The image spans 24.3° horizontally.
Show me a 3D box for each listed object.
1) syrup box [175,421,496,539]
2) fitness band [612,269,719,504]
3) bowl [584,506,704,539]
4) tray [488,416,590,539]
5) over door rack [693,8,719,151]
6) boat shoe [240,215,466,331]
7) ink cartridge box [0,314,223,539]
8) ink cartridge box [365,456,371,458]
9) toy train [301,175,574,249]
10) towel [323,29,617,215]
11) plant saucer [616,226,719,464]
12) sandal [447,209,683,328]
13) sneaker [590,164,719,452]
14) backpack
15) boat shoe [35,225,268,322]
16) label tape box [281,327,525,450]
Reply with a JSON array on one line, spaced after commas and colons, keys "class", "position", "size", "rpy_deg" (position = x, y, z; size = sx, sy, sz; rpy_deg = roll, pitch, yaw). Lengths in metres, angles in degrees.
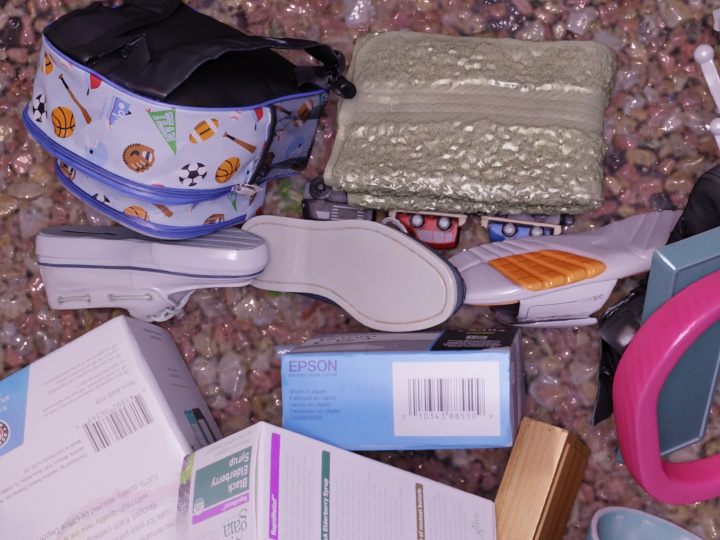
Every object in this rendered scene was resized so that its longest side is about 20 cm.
[{"class": "syrup box", "position": [-0.011, 0.164, 1.036], "size": [0.079, 0.200, 0.082], "rpy_deg": [-27, 50, 41]}, {"class": "fitness band", "position": [0.233, 0.079, 1.089], "size": [0.143, 0.200, 0.037], "rpy_deg": [-28, 49, -10]}, {"class": "bowl", "position": [0.205, 0.255, 1.071], "size": [0.201, 0.201, 0.105], "rpy_deg": [35, 105, 13]}, {"class": "tray", "position": [0.102, 0.204, 1.125], "size": [0.037, 0.099, 0.201], "rpy_deg": [18, 83, 20]}, {"class": "over door rack", "position": [0.300, -0.156, 1.103], "size": [0.147, 0.200, 0.067], "rpy_deg": [-18, 117, 22]}, {"class": "boat shoe", "position": [0.000, 0.000, 1.160], "size": [0.200, 0.062, 0.075], "rpy_deg": [6, 95, 42]}, {"class": "ink cartridge box", "position": [-0.164, 0.157, 1.145], "size": [0.146, 0.146, 0.200], "rpy_deg": [-28, 82, 3]}, {"class": "ink cartridge box", "position": [-0.026, 0.197, 1.097], "size": [0.048, 0.200, 0.146], "rpy_deg": [-21, 77, 17]}, {"class": "toy train", "position": [0.054, -0.037, 1.213], "size": [0.199, 0.034, 0.046], "rpy_deg": [5, 83, 10]}, {"class": "towel", "position": [0.080, -0.108, 1.201], "size": [0.199, 0.037, 0.149], "rpy_deg": [5, 64, 10]}, {"class": "plant saucer", "position": [0.211, 0.054, 1.091], "size": [0.070, 0.200, 0.019], "rpy_deg": [-19, 48, -19]}, {"class": "sandal", "position": [0.154, 0.010, 1.160], "size": [0.206, 0.079, 0.059], "rpy_deg": [-11, 115, -9]}, {"class": "sneaker", "position": [0.206, 0.027, 1.117], "size": [0.104, 0.200, 0.060], "rpy_deg": [-25, 49, -21]}, {"class": "backpack", "position": [-0.140, -0.113, 1.169], "size": [0.200, 0.190, 0.155], "rpy_deg": [25, 108, 24]}, {"class": "boat shoe", "position": [-0.148, 0.004, 1.207], "size": [0.199, 0.073, 0.067], "rpy_deg": [5, 105, 35]}, {"class": "label tape box", "position": [0.035, 0.072, 1.106], "size": [0.143, 0.200, 0.066], "rpy_deg": [-2, 95, 8]}]
